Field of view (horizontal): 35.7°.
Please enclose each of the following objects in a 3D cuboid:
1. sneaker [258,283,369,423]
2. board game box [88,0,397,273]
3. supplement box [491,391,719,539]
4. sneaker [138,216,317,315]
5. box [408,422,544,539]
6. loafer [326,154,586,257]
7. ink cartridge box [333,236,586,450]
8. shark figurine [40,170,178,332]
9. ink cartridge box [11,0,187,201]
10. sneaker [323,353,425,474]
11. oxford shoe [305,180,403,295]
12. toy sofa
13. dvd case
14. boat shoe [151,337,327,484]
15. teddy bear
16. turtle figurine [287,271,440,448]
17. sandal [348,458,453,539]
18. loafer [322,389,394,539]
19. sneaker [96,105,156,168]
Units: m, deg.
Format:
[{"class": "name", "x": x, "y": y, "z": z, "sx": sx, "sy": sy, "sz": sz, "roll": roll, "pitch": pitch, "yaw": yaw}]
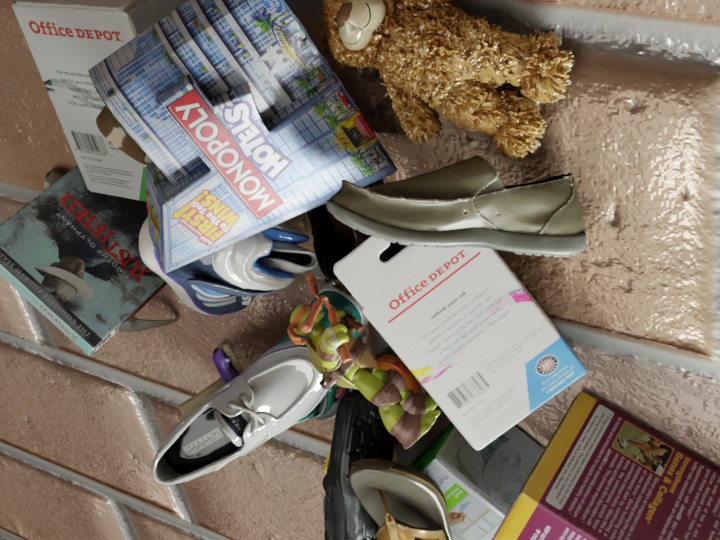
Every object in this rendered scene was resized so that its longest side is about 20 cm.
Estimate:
[{"class": "sneaker", "x": -0.051, "y": 0.112, "z": 1.106, "sx": 0.084, "sy": 0.121, "sz": 0.200, "roll": 28, "pitch": 140, "yaw": 16}, {"class": "board game box", "x": -0.105, "y": -0.099, "z": 0.857, "sx": 0.200, "sy": 0.200, "sz": 0.062, "roll": 52, "pitch": -175, "yaw": -43}, {"class": "supplement box", "x": 0.237, "y": 0.221, "z": 0.966, "sx": 0.200, "sy": 0.131, "sz": 0.103, "roll": 31, "pitch": 141, "yaw": 13}, {"class": "sneaker", "x": -0.099, "y": 0.001, "z": 1.039, "sx": 0.146, "sy": 0.081, "sz": 0.200, "roll": 7, "pitch": 165, "yaw": 23}, {"class": "box", "x": 0.122, "y": 0.251, "z": 1.113, "sx": 0.176, "sy": 0.097, "sz": 0.200, "roll": 37, "pitch": 141, "yaw": 4}, {"class": "loafer", "x": 0.074, "y": -0.053, "z": 0.840, "sx": 0.200, "sy": 0.075, "sz": 0.070, "roll": 4, "pitch": 98, "yaw": -11}, {"class": "ink cartridge box", "x": 0.079, "y": 0.034, "z": 0.927, "sx": 0.115, "sy": 0.068, "sz": 0.200, "roll": -37, "pitch": 102, "yaw": 7}, {"class": "shark figurine", "x": -0.264, "y": -0.018, "z": 1.202, "sx": 0.215, "sy": 0.089, "sz": 0.128, "roll": 63, "pitch": 171, "yaw": -13}, {"class": "ink cartridge box", "x": -0.204, "y": -0.165, "z": 1.004, "sx": 0.146, "sy": 0.083, "sz": 0.200, "roll": 13, "pitch": 134, "yaw": 31}, {"class": "sneaker", "x": 0.014, "y": 0.159, "z": 1.133, "sx": 0.073, "sy": 0.077, "sz": 0.200, "roll": 32, "pitch": 139, "yaw": 14}, {"class": "oxford shoe", "x": 0.000, "y": 0.000, "z": 0.991, "sx": 0.073, "sy": 0.084, "sz": 0.200, "roll": -6, "pitch": 123, "yaw": 40}, {"class": "toy sofa", "x": -0.150, "y": 0.139, "z": 1.172, "sx": 0.098, "sy": 0.083, "sz": 0.200, "roll": 56, "pitch": 170, "yaw": -3}, {"class": "dvd case", "x": -0.244, "y": -0.030, "z": 1.070, "sx": 0.146, "sy": 0.200, "sz": 0.022, "roll": 43, "pitch": 141, "yaw": -1}, {"class": "boat shoe", "x": -0.107, "y": 0.136, "z": 1.021, "sx": 0.200, "sy": 0.065, "sz": 0.074, "roll": -40, "pitch": 92, "yaw": 15}, {"class": "teddy bear", "x": 0.055, "y": -0.157, "z": 0.812, "sx": 0.200, "sy": 0.067, "sz": 0.145, "roll": 42, "pitch": 139, "yaw": -1}, {"class": "turtle figurine", "x": -0.007, "y": 0.080, "z": 0.951, "sx": 0.161, "sy": 0.064, "sz": 0.200, "roll": 42, "pitch": -178, "yaw": -2}, {"class": "sandal", "x": 0.044, "y": 0.254, "z": 1.047, "sx": 0.082, "sy": 0.055, "sz": 0.200, "roll": -5, "pitch": 124, "yaw": 18}, {"class": "loafer", "x": -0.010, "y": 0.206, "z": 1.094, "sx": 0.070, "sy": 0.068, "sz": 0.201, "roll": 22, "pitch": 118, "yaw": 47}, {"class": "sneaker", "x": -0.112, "y": -0.115, "z": 0.928, "sx": 0.200, "sy": 0.067, "sz": 0.090, "roll": 24, "pitch": 117, "yaw": -39}]
